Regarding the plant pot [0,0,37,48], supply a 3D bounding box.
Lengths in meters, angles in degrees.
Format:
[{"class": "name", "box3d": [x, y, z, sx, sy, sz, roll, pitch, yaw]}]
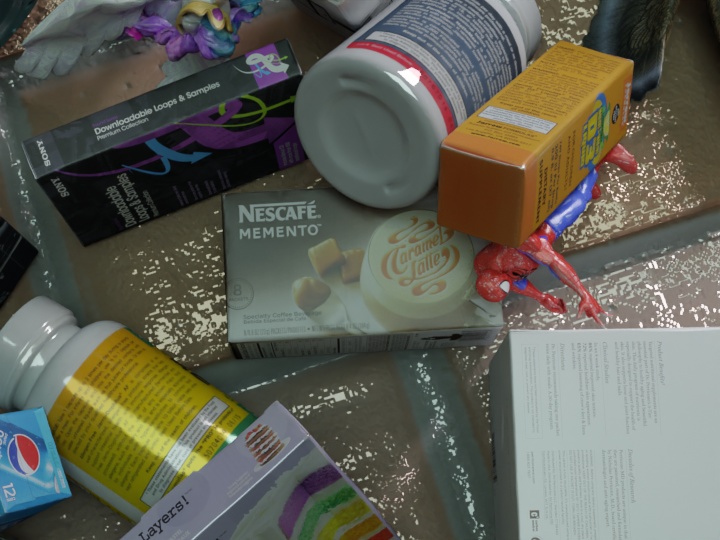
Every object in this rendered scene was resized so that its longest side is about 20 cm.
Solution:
[{"class": "plant pot", "box3d": [-0.336, -0.231, 0.969, 0.161, 0.201, 0.201, 43, 81, -4]}]

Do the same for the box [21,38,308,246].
[{"class": "box", "box3d": [-0.133, -0.089, 0.957, 0.199, 0.143, 0.036, -21, 72, -4]}]

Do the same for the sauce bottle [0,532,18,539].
[{"class": "sauce bottle", "box3d": [-0.292, 0.282, 0.916, 0.066, 0.066, 0.201, 23, 80, 5]}]

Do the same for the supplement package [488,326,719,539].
[{"class": "supplement package", "box3d": [0.197, 0.126, 0.908, 0.199, 0.151, 0.152, -1, 77, 0]}]

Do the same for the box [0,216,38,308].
[{"class": "box", "box3d": [-0.339, 0.013, 0.905, 0.104, 0.200, 0.182, 29, 80, 8]}]

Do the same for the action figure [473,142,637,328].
[{"class": "action figure", "box3d": [0.151, -0.012, 0.935, 0.099, 0.065, 0.200, 51, 46, 2]}]

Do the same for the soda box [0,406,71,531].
[{"class": "soda box", "box3d": [-0.295, 0.163, 0.894, 0.200, 0.064, 0.068, -29, 77, 29]}]

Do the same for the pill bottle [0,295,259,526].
[{"class": "pill bottle", "box3d": [-0.170, 0.107, 0.931, 0.200, 0.113, 0.113, 33, 80, 7]}]

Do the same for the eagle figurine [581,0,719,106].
[{"class": "eagle figurine", "box3d": [0.260, -0.222, 1.014, 0.151, 0.151, 0.201, 17, 112, 43]}]

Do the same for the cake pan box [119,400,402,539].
[{"class": "cake pan box", "box3d": [-0.077, 0.211, 0.878, 0.200, 0.184, 0.052, -40, 40, -8]}]

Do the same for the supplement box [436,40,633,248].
[{"class": "supplement box", "box3d": [0.127, -0.094, 0.917, 0.069, 0.067, 0.200, 16, 37, 24]}]

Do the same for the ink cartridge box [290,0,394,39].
[{"class": "ink cartridge box", "box3d": [0.004, -0.254, 0.951, 0.084, 0.200, 0.146, 33, 93, 7]}]

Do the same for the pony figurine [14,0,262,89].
[{"class": "pony figurine", "box3d": [-0.144, -0.201, 0.974, 0.166, 0.193, 0.201, 25, 44, -30]}]

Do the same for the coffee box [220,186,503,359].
[{"class": "coffee box", "box3d": [0.000, 0.000, 0.970, 0.199, 0.080, 0.115, -3, 77, -1]}]

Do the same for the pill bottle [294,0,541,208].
[{"class": "pill bottle", "box3d": [0.052, -0.143, 0.949, 0.119, 0.120, 0.200, 37, 48, 7]}]
